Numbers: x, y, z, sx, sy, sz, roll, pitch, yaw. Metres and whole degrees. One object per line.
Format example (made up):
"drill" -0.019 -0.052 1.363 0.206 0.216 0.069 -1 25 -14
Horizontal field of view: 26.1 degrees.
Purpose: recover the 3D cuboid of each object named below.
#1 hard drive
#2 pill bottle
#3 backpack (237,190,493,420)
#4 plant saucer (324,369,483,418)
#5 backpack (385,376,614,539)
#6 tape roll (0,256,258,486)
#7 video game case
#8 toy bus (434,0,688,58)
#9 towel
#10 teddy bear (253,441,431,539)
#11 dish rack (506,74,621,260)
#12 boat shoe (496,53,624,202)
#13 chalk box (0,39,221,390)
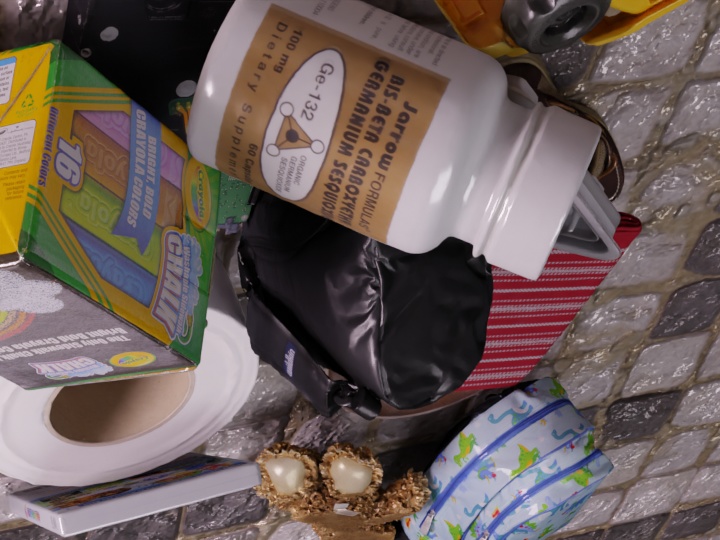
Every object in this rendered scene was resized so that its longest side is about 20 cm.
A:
"hard drive" -0.115 -0.097 0.927 0.140 0.038 0.200 -6 139 -25
"pill bottle" 0.019 -0.074 0.827 0.200 0.114 0.114 23 135 4
"backpack" 0.000 0.000 0.990 0.127 0.200 0.167 0 96 -27
"plant saucer" 0.061 0.042 1.216 0.200 0.034 0.200 -18 145 -13
"backpack" 0.127 0.176 1.329 0.163 0.154 0.200 -17 138 -32
"tape roll" -0.175 0.063 1.067 0.202 0.071 0.202 -17 144 -13
"video game case" -0.169 0.160 1.131 0.143 0.018 0.200 -12 180 -22
"toy bus" 0.143 -0.196 0.899 0.200 0.136 0.192 -32 160 12
"towel" 0.113 0.026 1.181 0.145 0.022 0.200 -1 140 -34
"teddy bear" -0.020 0.176 1.291 0.145 0.067 0.200 -14 154 22
"dish rack" 0.074 -0.078 0.991 0.200 0.172 0.044 43 68 -52
"boat shoe" 0.138 -0.081 1.071 0.072 0.072 0.200 -33 144 11
"chalk box" -0.157 -0.015 0.835 0.124 0.124 0.200 -8 154 25
